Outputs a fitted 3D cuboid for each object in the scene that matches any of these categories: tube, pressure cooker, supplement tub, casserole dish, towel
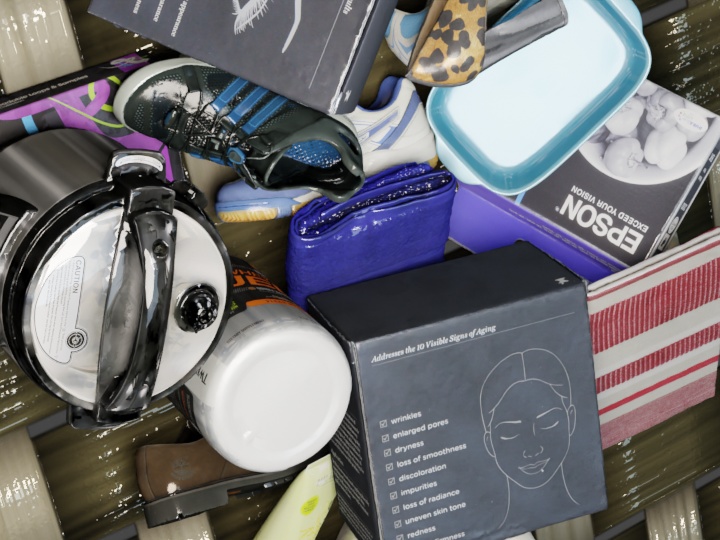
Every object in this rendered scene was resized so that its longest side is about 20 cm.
[{"bbox_3d":[-0.062,0.224,1.719,0.052,0.058,0.201,19,120,-17],"label":"tube"},{"bbox_3d":[-0.187,0.001,1.458,0.178,0.200,0.176,-40,127,-10],"label":"pressure cooker"},{"bbox_3d":[-0.100,0.062,1.576,0.122,0.200,0.123,-11,115,-25],"label":"supplement tub"},{"bbox_3d":[0.143,-0.153,1.662,0.200,0.039,0.121,-43,98,10],"label":"casserole dish"},{"bbox_3d":[0.236,0.060,1.682,0.143,0.023,0.201,-23,138,-19],"label":"towel"},{"bbox_3d":[0.000,0.000,1.671,0.147,0.050,0.201,-19,145,-19],"label":"towel"}]

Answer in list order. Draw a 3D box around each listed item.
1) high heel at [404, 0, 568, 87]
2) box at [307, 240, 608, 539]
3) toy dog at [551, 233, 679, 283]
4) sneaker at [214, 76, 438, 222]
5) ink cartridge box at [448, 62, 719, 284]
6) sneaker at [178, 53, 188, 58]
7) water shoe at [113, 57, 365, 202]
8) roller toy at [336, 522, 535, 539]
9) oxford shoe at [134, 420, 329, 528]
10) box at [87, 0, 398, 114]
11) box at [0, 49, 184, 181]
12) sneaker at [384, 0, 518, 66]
[{"bbox_3d":[0.057,-0.244,1.590,0.142,0.071,0.201,-29,83,-20],"label":"high heel"},{"bbox_3d":[0.078,0.105,1.622,0.199,0.124,0.198,-13,112,-16],"label":"box"},{"bbox_3d":[0.200,0.045,1.771,0.139,0.193,0.201,12,97,-47],"label":"toy dog"},{"bbox_3d":[-0.035,-0.098,1.646,0.199,0.075,0.089,-21,103,-26],"label":"sneaker"},{"bbox_3d":[0.178,-0.078,1.700,0.201,0.198,0.043,-62,153,5],"label":"ink cartridge box"},{"bbox_3d":[-0.071,-0.176,1.571,0.075,0.084,0.201,33,90,-37],"label":"sneaker"},{"bbox_3d":[-0.085,-0.104,1.533,0.199,0.079,0.072,10,123,-23],"label":"water shoe"},{"bbox_3d":[0.064,0.268,1.749,0.200,0.140,0.183,42,89,-4],"label":"roller toy"},{"bbox_3d":[-0.101,0.148,1.692,0.199,0.073,0.085,-11,79,-46],"label":"oxford shoe"},{"bbox_3d":[-0.073,-0.216,1.480,0.199,0.104,0.149,24,99,5],"label":"box"},{"bbox_3d":[-0.231,-0.068,1.547,0.199,0.036,0.144,-21,119,-22],"label":"box"},{"bbox_3d":[0.100,-0.238,1.667,0.200,0.072,0.073,-40,92,-21],"label":"sneaker"}]
